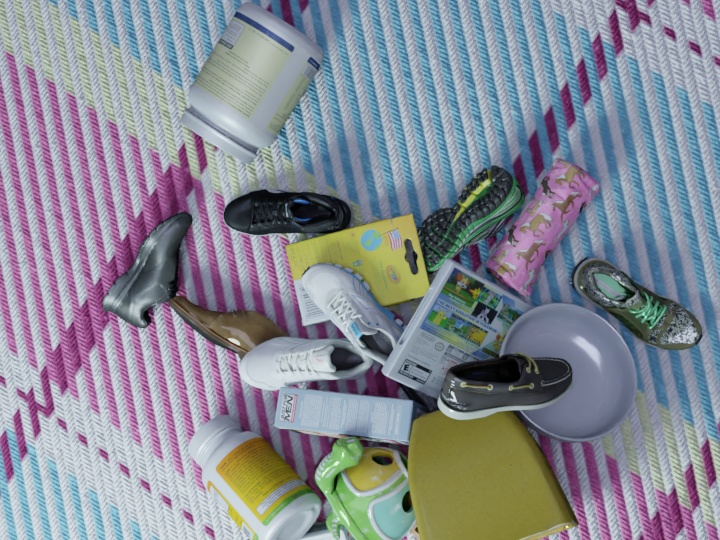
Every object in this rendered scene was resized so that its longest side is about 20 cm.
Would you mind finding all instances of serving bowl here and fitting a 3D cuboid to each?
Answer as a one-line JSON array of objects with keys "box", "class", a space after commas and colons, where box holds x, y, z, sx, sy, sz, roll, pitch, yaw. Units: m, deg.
[{"box": [0.283, 0.149, 1.383, 0.200, 0.066, 0.201, 4, 66, -10], "class": "serving bowl"}]

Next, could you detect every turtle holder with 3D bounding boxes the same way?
[{"box": [0.010, 0.307, 1.404, 0.132, 0.141, 0.186, -33, 98, 6], "class": "turtle holder"}]

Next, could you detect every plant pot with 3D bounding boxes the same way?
[{"box": [0.165, 0.279, 1.332, 0.194, 0.196, 0.200, -22, 70, 8], "class": "plant pot"}]

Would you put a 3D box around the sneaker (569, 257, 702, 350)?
[{"box": [0.387, 0.051, 1.378, 0.200, 0.089, 0.077, 30, 94, 8], "class": "sneaker"}]

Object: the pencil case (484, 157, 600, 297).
[{"box": [0.260, -0.063, 1.400, 0.083, 0.087, 0.200, 32, 94, -15], "class": "pencil case"}]

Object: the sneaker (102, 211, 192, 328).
[{"box": [-0.308, 0.000, 1.505, 0.091, 0.076, 0.200, 36, 102, -2], "class": "sneaker"}]

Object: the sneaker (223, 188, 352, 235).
[{"box": [-0.117, -0.090, 1.447, 0.199, 0.112, 0.073, 0, 89, 9], "class": "sneaker"}]

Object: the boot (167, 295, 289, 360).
[{"box": [-0.196, 0.084, 1.487, 0.200, 0.074, 0.076, 31, 81, 0], "class": "boot"}]

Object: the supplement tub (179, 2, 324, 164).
[{"box": [-0.161, -0.271, 1.440, 0.145, 0.145, 0.200, 33, 95, 8], "class": "supplement tub"}]

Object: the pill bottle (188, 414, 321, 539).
[{"box": [-0.160, 0.307, 1.435, 0.200, 0.111, 0.111, 42, 96, 26], "class": "pill bottle"}]

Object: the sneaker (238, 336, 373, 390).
[{"box": [-0.075, 0.127, 1.419, 0.200, 0.099, 0.078, -7, 84, -12], "class": "sneaker"}]

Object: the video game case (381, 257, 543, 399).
[{"box": [0.149, 0.100, 1.387, 0.200, 0.022, 0.183, 28, 95, -33], "class": "video game case"}]

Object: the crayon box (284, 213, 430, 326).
[{"box": [0.000, 0.000, 1.454, 0.200, 0.051, 0.127, -13, 88, 13], "class": "crayon box"}]

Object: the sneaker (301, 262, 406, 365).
[{"box": [-0.005, 0.065, 1.388, 0.200, 0.087, 0.075, 39, 107, 2], "class": "sneaker"}]

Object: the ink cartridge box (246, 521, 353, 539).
[{"box": [-0.071, 0.483, 1.480, 0.162, 0.050, 0.200, -14, 104, 8], "class": "ink cartridge box"}]

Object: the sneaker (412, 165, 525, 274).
[{"box": [0.158, -0.059, 1.421, 0.200, 0.085, 0.078, -40, 48, 22], "class": "sneaker"}]

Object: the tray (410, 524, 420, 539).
[{"box": [0.172, 0.333, 1.437, 0.099, 0.037, 0.200, 39, 96, 7], "class": "tray"}]

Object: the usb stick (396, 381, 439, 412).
[{"box": [0.089, 0.166, 1.453, 0.055, 0.033, 0.200, -36, 84, 0], "class": "usb stick"}]

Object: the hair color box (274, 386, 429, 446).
[{"box": [-0.011, 0.211, 1.413, 0.200, 0.099, 0.061, 4, 76, 19], "class": "hair color box"}]

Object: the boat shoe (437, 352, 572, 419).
[{"box": [0.196, 0.142, 1.279, 0.201, 0.072, 0.061, -10, 125, -25], "class": "boat shoe"}]
